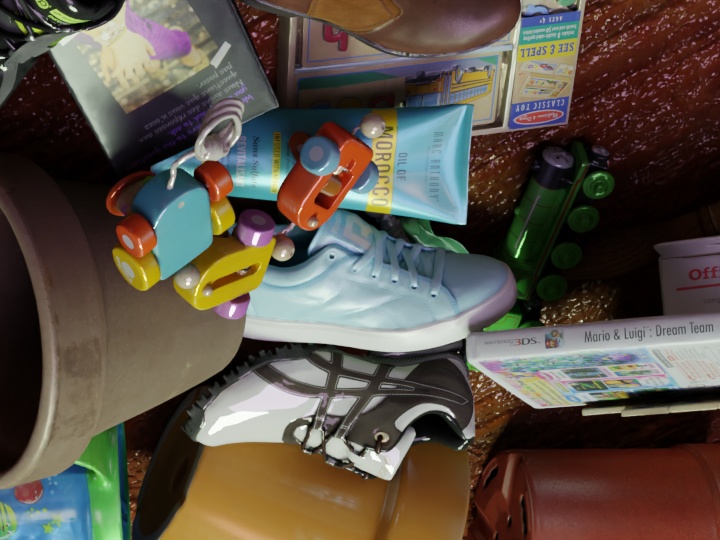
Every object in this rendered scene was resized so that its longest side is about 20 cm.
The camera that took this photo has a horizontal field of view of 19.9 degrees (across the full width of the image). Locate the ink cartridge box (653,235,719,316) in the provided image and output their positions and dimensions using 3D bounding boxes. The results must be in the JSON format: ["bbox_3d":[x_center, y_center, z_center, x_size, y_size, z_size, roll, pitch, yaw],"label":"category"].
[{"bbox_3d":[0.273,0.028,1.425,0.116,0.068,0.200,-7,165,16],"label":"ink cartridge box"}]

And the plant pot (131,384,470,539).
[{"bbox_3d":[-0.051,0.170,1.430,0.183,0.201,0.201,25,118,-17],"label":"plant pot"}]

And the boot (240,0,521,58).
[{"bbox_3d":[0.027,-0.172,1.141,0.187,0.200,0.069,16,85,-14],"label":"boot"}]

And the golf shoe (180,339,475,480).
[{"bbox_3d":[-0.014,0.095,1.341,0.199,0.095,0.078,-13,156,-17],"label":"golf shoe"}]

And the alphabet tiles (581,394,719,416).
[{"bbox_3d":[0.250,0.091,1.477,0.165,0.006,0.200,-6,180,15],"label":"alphabet tiles"}]

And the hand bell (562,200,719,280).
[{"bbox_3d":[0.236,-0.033,1.443,0.199,0.104,0.104,-19,134,11],"label":"hand bell"}]

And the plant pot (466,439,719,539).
[{"bbox_3d":[0.193,0.217,1.561,0.194,0.201,0.202,7,126,-16],"label":"plant pot"}]

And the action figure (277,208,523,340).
[{"bbox_3d":[0.009,-0.010,1.379,0.118,0.055,0.200,-28,129,22],"label":"action figure"}]

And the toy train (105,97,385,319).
[{"bbox_3d":[-0.073,-0.049,1.184,0.151,0.056,0.200,-56,154,11],"label":"toy train"}]

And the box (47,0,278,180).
[{"bbox_3d":[-0.137,-0.172,1.138,0.106,0.123,0.200,-25,133,-1],"label":"box"}]

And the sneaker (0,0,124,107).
[{"bbox_3d":[-0.165,-0.141,1.015,0.071,0.083,0.200,28,114,-35],"label":"sneaker"}]

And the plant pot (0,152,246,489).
[{"bbox_3d":[-0.168,0.021,1.262,0.174,0.200,0.201,-9,133,-37],"label":"plant pot"}]

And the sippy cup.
[{"bbox_3d":[-0.223,0.150,1.380,0.129,0.140,0.179,-4,120,-5],"label":"sippy cup"}]

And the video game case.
[{"bbox_3d":[0.180,0.060,1.355,0.181,0.024,0.200,-5,167,16],"label":"video game case"}]

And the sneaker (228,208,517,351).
[{"bbox_3d":[0.000,0.000,1.306,0.199,0.074,0.082,-3,132,2],"label":"sneaker"}]

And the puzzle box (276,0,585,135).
[{"bbox_3d":[0.044,-0.141,1.302,0.199,0.025,0.134,-9,131,-15],"label":"puzzle box"}]

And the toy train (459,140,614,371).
[{"bbox_3d":[0.120,-0.007,1.437,0.056,0.042,0.201,10,125,-15],"label":"toy train"}]

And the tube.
[{"bbox_3d":[-0.030,-0.071,1.279,0.199,0.050,0.078,2,114,-3],"label":"tube"}]
